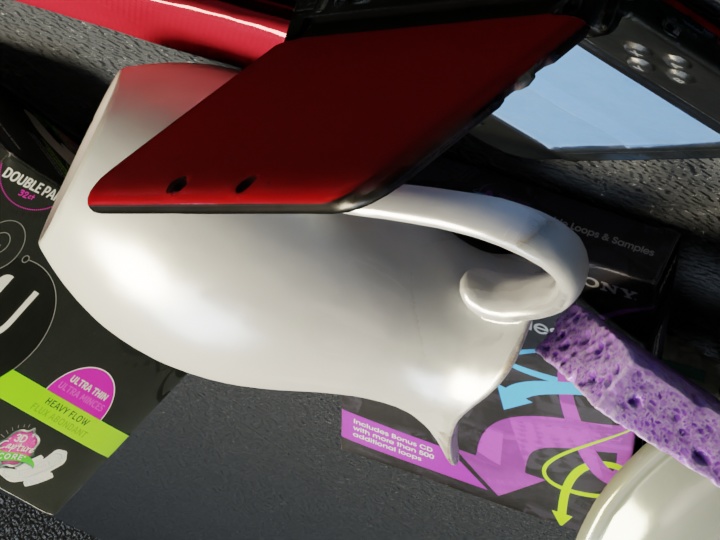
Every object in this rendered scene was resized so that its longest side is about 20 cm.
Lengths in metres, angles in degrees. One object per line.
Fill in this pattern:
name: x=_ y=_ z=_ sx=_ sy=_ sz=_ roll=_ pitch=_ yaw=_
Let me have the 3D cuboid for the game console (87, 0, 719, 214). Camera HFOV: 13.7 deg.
game console: x=0.033 y=-0.038 z=1.043 sx=0.172 sy=0.119 sz=0.200 roll=29 pitch=167 yaw=-29

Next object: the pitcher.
pitcher: x=-0.017 y=-0.014 z=1.199 sx=0.199 sy=0.122 sz=0.172 roll=25 pitch=150 yaw=-7

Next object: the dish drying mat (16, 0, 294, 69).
dish drying mat: x=-0.089 y=-0.108 z=1.200 sx=0.199 sy=0.018 sz=0.077 roll=16 pitch=170 yaw=19

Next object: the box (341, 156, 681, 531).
box: x=0.062 y=0.034 z=1.333 sx=0.142 sy=0.036 sz=0.201 roll=18 pitch=142 yaw=13

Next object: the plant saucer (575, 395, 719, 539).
plant saucer: x=0.194 y=0.138 z=1.369 sx=0.200 sy=0.200 sz=0.050 roll=30 pitch=-159 yaw=-36

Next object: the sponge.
sponge: x=0.169 y=0.085 z=1.229 sx=0.199 sy=0.030 sz=0.112 roll=34 pitch=-177 yaw=-14

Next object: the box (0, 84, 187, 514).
box: x=-0.185 y=0.001 z=1.453 sx=0.124 sy=0.149 sz=0.200 roll=48 pitch=-172 yaw=39

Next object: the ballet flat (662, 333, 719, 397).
ballet flat: x=0.140 y=0.072 z=1.475 sx=0.071 sy=0.072 sz=0.200 roll=21 pitch=169 yaw=1
